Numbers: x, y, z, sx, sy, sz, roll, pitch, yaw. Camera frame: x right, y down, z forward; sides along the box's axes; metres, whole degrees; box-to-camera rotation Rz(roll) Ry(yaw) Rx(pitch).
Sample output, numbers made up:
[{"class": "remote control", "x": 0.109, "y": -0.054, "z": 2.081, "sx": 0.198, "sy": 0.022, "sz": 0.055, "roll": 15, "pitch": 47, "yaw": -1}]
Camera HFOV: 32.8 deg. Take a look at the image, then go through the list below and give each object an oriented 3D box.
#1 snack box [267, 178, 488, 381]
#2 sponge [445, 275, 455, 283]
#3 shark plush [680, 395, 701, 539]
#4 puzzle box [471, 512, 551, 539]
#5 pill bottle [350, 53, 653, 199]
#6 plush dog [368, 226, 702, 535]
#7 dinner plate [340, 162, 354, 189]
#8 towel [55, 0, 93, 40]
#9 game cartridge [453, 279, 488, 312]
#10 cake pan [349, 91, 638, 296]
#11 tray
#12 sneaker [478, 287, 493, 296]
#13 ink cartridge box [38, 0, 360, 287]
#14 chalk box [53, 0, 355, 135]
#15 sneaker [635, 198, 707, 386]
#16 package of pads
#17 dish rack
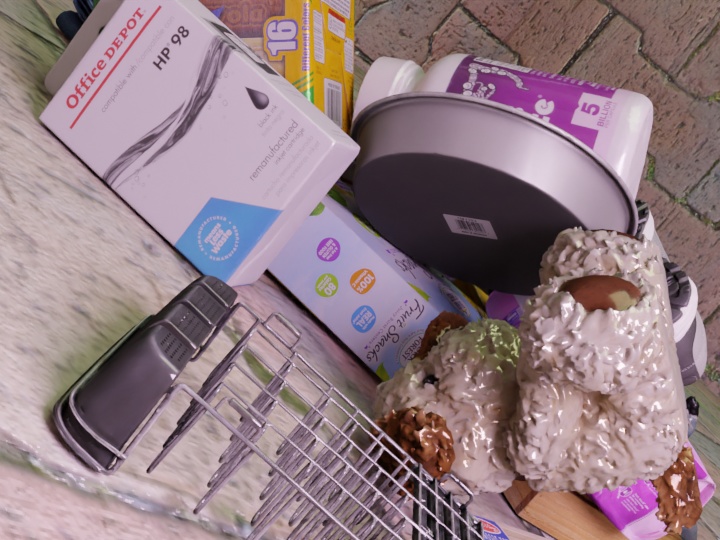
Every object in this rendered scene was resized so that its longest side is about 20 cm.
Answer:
[{"class": "snack box", "x": 0.000, "y": 0.000, "z": 0.894, "sx": 0.200, "sy": 0.068, "sz": 0.169, "roll": 44, "pitch": 10, "yaw": 8}, {"class": "sponge", "x": 0.071, "y": -0.042, "z": 1.183, "sx": 0.110, "sy": 0.030, "sz": 0.200, "roll": 5, "pitch": 25, "yaw": -20}, {"class": "shark plush", "x": 0.239, "y": 0.131, "z": 0.977, "sx": 0.091, "sy": 0.083, "sz": 0.201, "roll": 27, "pitch": -29, "yaw": 45}, {"class": "puzzle box", "x": 0.128, "y": 0.197, "z": 0.654, "sx": 0.199, "sy": 0.025, "sz": 0.133, "roll": 28, "pitch": 16, "yaw": -49}, {"class": "pill bottle", "x": 0.098, "y": -0.090, "z": 0.869, "sx": 0.198, "sy": 0.113, "sz": 0.112, "roll": 15, "pitch": 3, "yaw": 17}, {"class": "plush dog", "x": 0.090, "y": 0.074, "z": 0.676, "sx": 0.200, "sy": 0.170, "sz": 0.162, "roll": -44, "pitch": 122, "yaw": -71}, {"class": "dinner plate", "x": 0.036, "y": -0.086, "z": 1.043, "sx": 0.198, "sy": 0.025, "sz": 0.200, "roll": 8, "pitch": -13, "yaw": 2}, {"class": "towel", "x": -0.156, "y": -0.151, "z": 1.011, "sx": 0.200, "sy": 0.049, "sz": 0.112, "roll": 44, "pitch": 10, "yaw": 19}, {"class": "game cartridge", "x": 0.172, "y": 0.091, "z": 1.058, "sx": 0.199, "sy": 0.032, "sz": 0.177, "roll": 21, "pitch": 38, "yaw": -48}, {"class": "cake pan", "x": 0.079, "y": -0.042, "z": 0.799, "sx": 0.198, "sy": 0.037, "sz": 0.201, "roll": 20, "pitch": -22, "yaw": 8}, {"class": "tray", "x": 0.168, "y": 0.171, "z": 0.876, "sx": 0.199, "sy": 0.037, "sz": 0.099, "roll": 36, "pitch": 12, "yaw": -31}, {"class": "sneaker", "x": 0.114, "y": -0.017, "z": 1.001, "sx": 0.200, "sy": 0.076, "sz": 0.116, "roll": 38, "pitch": 13, "yaw": -17}, {"class": "ink cartridge box", "x": -0.114, "y": -0.098, "z": 0.758, "sx": 0.200, "sy": 0.116, "sz": 0.067, "roll": 42, "pitch": 12, "yaw": 9}, {"class": "chalk box", "x": -0.112, "y": -0.152, "z": 0.853, "sx": 0.198, "sy": 0.125, "sz": 0.124, "roll": 2, "pitch": 3, "yaw": 13}, {"class": "sneaker", "x": 0.199, "y": 0.013, "z": 0.895, "sx": 0.080, "sy": 0.073, "sz": 0.201, "roll": 60, "pitch": 11, "yaw": -28}, {"class": "package of pads", "x": 0.160, "y": 0.085, "z": 0.850, "sx": 0.121, "sy": 0.075, "sz": 0.200, "roll": 48, "pitch": 10, "yaw": -23}, {"class": "dish rack", "x": -0.020, "y": 0.087, "z": 0.511, "sx": 0.200, "sy": 0.055, "sz": 0.153, "roll": 42, "pitch": 12, "yaw": -5}]
